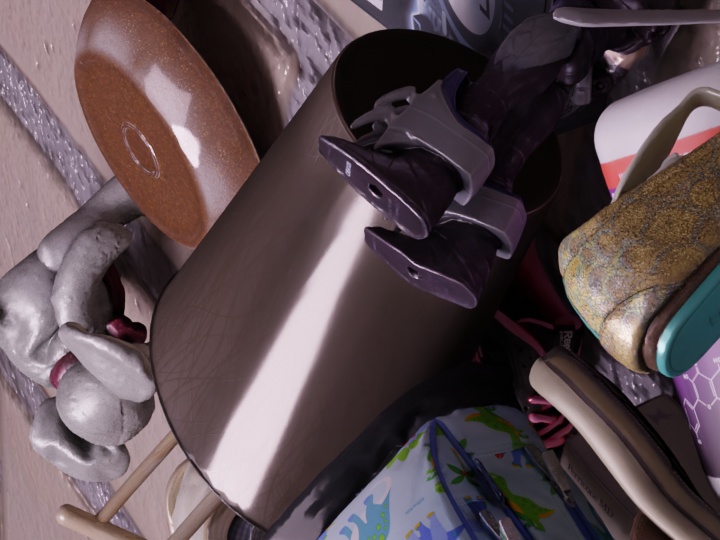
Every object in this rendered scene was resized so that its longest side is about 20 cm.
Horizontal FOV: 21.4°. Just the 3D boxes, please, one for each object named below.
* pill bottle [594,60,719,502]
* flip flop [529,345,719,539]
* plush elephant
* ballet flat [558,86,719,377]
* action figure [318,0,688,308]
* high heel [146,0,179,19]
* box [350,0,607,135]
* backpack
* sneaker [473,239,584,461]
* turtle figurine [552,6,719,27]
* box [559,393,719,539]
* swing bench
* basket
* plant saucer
[{"bbox_3d":[0.169,0.016,0.720,0.112,0.112,0.202,-17,92,62],"label":"pill bottle"},{"bbox_3d":[0.120,0.115,0.725,0.200,0.057,0.081,52,-176,24],"label":"flip flop"},{"bbox_3d":[-0.187,0.053,1.357,0.155,0.200,0.165,46,141,6],"label":"plush elephant"},{"bbox_3d":[0.146,-0.049,0.635,0.071,0.200,0.071,48,173,7],"label":"ballet flat"},{"bbox_3d":[0.075,-0.086,0.750,0.069,0.200,0.130,33,159,24],"label":"action figure"},{"bbox_3d":[-0.099,-0.207,1.148,0.096,0.068,0.199,49,156,-21],"label":"high heel"},{"bbox_3d":[0.046,-0.178,0.892,0.200,0.043,0.161,44,142,40],"label":"box"},{"bbox_3d":[0.046,0.159,0.783,0.163,0.153,0.200,-47,68,18],"label":"backpack"},{"bbox_3d":[0.080,0.056,0.962,0.095,0.079,0.202,-15,95,51],"label":"sneaker"},{"bbox_3d":[0.156,-0.140,0.562,0.193,0.200,0.145,-7,72,31],"label":"turtle figurine"},{"bbox_3d":[0.131,0.164,0.930,0.082,0.068,0.201,46,144,38],"label":"box"},{"bbox_3d":[-0.068,0.188,1.187,0.200,0.130,0.199,45,170,-14],"label":"swing bench"},{"bbox_3d":[0.000,0.000,0.880,0.200,0.135,0.181,-57,44,42],"label":"basket"},{"bbox_3d":[-0.130,-0.085,1.230,0.200,0.037,0.201,45,156,26],"label":"plant saucer"}]
